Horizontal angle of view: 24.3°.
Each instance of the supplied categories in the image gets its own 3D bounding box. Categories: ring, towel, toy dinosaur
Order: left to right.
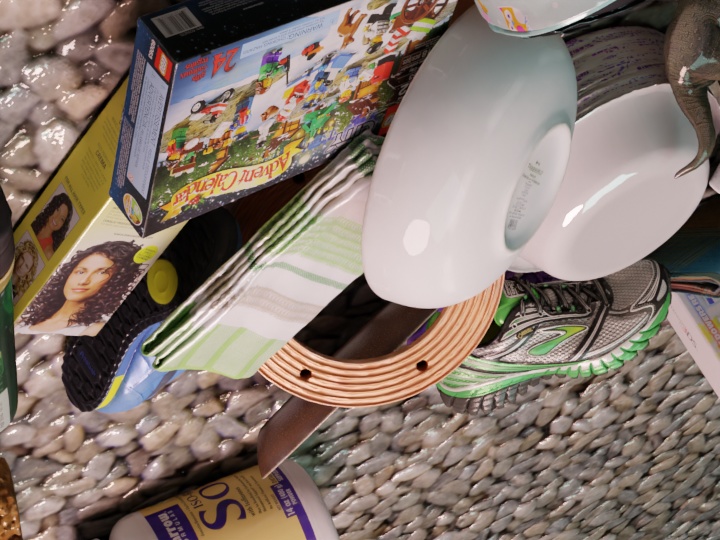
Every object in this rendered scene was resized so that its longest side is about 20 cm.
[{"bbox_3d":[-0.031,0.000,1.055,0.200,0.031,0.149,-43,159,13],"label":"towel"},{"bbox_3d":[0.000,0.000,1.139,0.199,0.019,0.202,-3,113,-7],"label":"ring"},{"bbox_3d":[0.243,-0.164,1.129,0.102,0.077,0.201,26,101,-34],"label":"toy dinosaur"},{"bbox_3d":[0.305,-0.031,1.349,0.199,0.022,0.146,-30,-162,-30],"label":"towel"}]

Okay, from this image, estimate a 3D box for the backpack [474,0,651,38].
[{"bbox_3d":[0.127,-0.214,0.853,0.200,0.176,0.154,-38,112,3],"label":"backpack"}]

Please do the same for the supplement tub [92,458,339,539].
[{"bbox_3d":[-0.125,0.255,1.403,0.199,0.146,0.146,-19,150,-20],"label":"supplement tub"}]

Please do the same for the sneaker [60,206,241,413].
[{"bbox_3d":[-0.126,0.024,1.125,0.078,0.066,0.200,-3,143,-45],"label":"sneaker"}]

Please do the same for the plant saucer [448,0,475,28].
[{"bbox_3d":[0.062,-0.186,1.001,0.199,0.032,0.201,-23,151,-14],"label":"plant saucer"}]

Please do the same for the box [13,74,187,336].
[{"bbox_3d":[-0.147,-0.041,1.016,0.075,0.050,0.200,3,136,-47],"label":"box"}]

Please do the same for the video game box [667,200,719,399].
[{"bbox_3d":[0.354,0.021,1.424,0.181,0.201,0.047,-19,151,-18],"label":"video game box"}]

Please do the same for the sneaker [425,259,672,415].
[{"bbox_3d":[0.143,0.040,1.275,0.199,0.078,0.085,-23,126,4],"label":"sneaker"}]

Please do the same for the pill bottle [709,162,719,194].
[{"bbox_3d":[0.332,-0.126,1.176,0.109,0.109,0.201,14,111,-52],"label":"pill bottle"}]

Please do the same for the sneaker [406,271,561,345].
[{"bbox_3d":[0.123,0.026,1.341,0.200,0.081,0.083,-40,148,16],"label":"sneaker"}]

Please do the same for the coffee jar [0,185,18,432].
[{"bbox_3d":[-0.244,0.013,0.954,0.085,0.105,0.201,-16,148,-22],"label":"coffee jar"}]

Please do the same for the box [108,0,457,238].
[{"bbox_3d":[-0.039,-0.107,0.924,0.199,0.038,0.137,-25,152,-31],"label":"box"}]

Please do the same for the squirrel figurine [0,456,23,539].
[{"bbox_3d":[-0.333,0.213,1.192,0.185,0.142,0.201,-10,133,-14],"label":"squirrel figurine"}]

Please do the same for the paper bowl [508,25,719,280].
[{"bbox_3d":[0.171,-0.072,1.209,0.200,0.105,0.201,-23,149,-14],"label":"paper bowl"}]

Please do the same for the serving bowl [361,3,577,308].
[{"bbox_3d":[0.080,-0.062,1.016,0.200,0.066,0.201,-48,153,-34],"label":"serving bowl"}]

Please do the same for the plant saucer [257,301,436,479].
[{"bbox_3d":[-0.012,0.079,1.276,0.200,0.032,0.200,-44,177,-3],"label":"plant saucer"}]
